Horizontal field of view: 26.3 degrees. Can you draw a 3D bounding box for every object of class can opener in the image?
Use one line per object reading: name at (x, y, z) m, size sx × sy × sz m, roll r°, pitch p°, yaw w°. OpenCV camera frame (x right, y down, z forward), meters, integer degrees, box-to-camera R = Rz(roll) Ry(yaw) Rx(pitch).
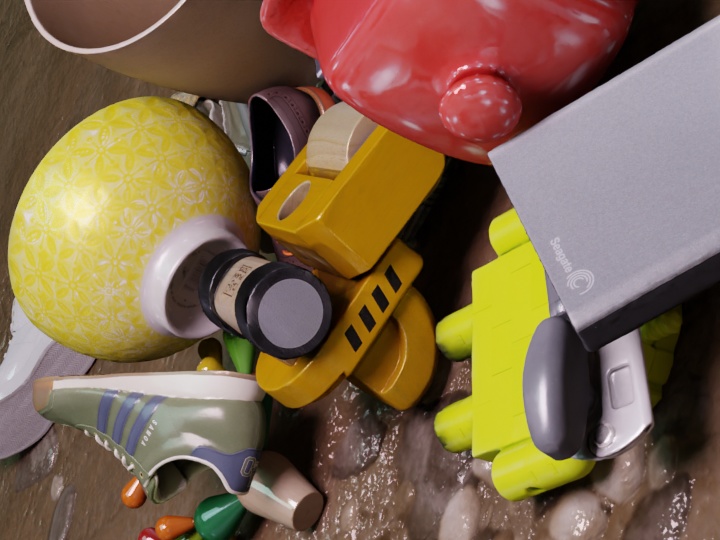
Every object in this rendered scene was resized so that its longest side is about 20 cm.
can opener at (0.118, 0.006, 0.817) m, size 0.052 × 0.066 × 0.202 m, roll -25°, pitch 49°, yaw 33°

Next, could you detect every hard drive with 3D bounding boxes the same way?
hard drive at (0.174, -0.059, 0.775) m, size 0.199 × 0.033 × 0.140 m, roll -30°, pitch 44°, yaw 9°

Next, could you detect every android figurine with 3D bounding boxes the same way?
android figurine at (0.113, 0.039, 0.896) m, size 0.199 × 0.041 × 0.184 m, roll -29°, pitch 51°, yaw 50°

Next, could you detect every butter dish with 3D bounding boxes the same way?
butter dish at (0.063, -0.133, 0.857) m, size 0.200 × 0.198 × 0.149 m, roll -50°, pitch 29°, yaw 40°

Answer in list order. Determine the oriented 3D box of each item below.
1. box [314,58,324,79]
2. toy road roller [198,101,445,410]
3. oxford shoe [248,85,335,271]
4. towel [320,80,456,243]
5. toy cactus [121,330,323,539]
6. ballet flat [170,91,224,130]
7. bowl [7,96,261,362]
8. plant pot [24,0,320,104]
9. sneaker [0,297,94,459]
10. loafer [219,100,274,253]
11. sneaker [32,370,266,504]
box at (0.054, -0.244, 1.001) m, size 0.197 × 0.116 × 0.202 m, roll -49°, pitch 38°, yaw 41°
toy road roller at (0.000, 0.000, 1.008) m, size 0.201 × 0.146 × 0.123 m, roll -55°, pitch 21°, yaw -8°
oxford shoe at (-0.048, -0.032, 1.104) m, size 0.071 × 0.072 × 0.203 m, roll -14°, pitch 84°, yaw 37°
towel at (0.033, -0.145, 1.120) m, size 0.194 × 0.034 × 0.200 m, roll -62°, pitch 32°, yaw 16°
toy cactus at (-0.088, 0.143, 1.128) m, size 0.164 × 0.102 × 0.202 m, roll 28°, pitch 95°, yaw 39°
ballet flat at (-0.139, -0.075, 1.328) m, size 0.070 × 0.070 × 0.202 m, roll -31°, pitch 49°, yaw 46°
bowl at (-0.137, -0.011, 1.093) m, size 0.107 × 0.199 × 0.202 m, roll 32°, pitch 102°, yaw 39°
plant pot at (-0.107, -0.199, 1.103) m, size 0.185 × 0.200 × 0.190 m, roll -13°, pitch 65°, yaw 28°
sneaker at (-0.332, 0.093, 1.535) m, size 0.200 × 0.073 × 0.116 m, roll -44°, pitch 38°, yaw 22°
loafer at (-0.083, -0.093, 1.234) m, size 0.070 × 0.075 × 0.201 m, roll -46°, pitch 39°, yaw 27°
sneaker at (-0.152, 0.118, 1.083) m, size 0.198 × 0.067 × 0.091 m, roll -4°, pitch 82°, yaw 29°
